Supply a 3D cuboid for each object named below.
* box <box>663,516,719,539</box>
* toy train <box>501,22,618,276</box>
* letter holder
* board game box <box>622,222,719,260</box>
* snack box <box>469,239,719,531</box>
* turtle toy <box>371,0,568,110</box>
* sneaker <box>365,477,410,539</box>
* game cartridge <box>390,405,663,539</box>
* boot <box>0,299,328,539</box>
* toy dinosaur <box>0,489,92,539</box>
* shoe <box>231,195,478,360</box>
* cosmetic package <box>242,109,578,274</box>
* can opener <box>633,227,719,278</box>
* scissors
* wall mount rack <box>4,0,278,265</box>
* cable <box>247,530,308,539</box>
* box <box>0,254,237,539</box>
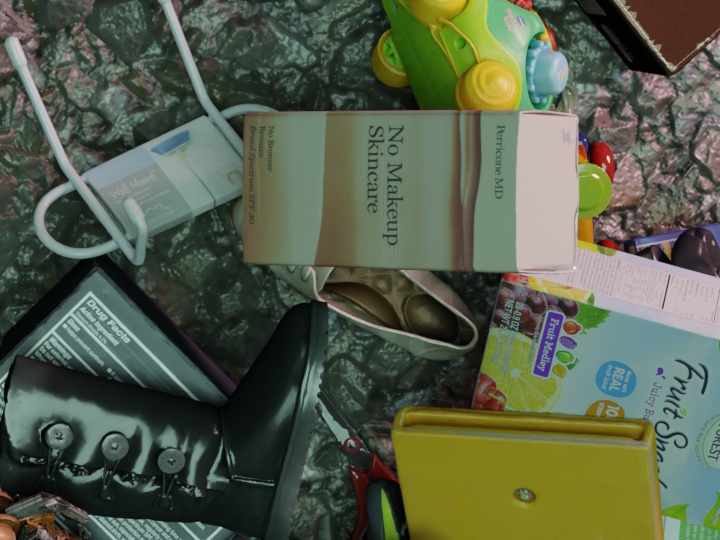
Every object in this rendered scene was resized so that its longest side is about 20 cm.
[{"bbox_3d":[0.175,0.187,1.609,0.199,0.036,0.145,4,98,-7],"label":"box"},{"bbox_3d":[0.142,-0.067,1.522,0.084,0.116,0.201,-6,100,-7],"label":"toy train"},{"bbox_3d":[0.190,-0.255,1.509,0.142,0.101,0.200,-41,102,-2],"label":"letter holder"},{"bbox_3d":[0.273,0.064,1.580,0.135,0.034,0.201,-10,89,-8],"label":"board game box"},{"bbox_3d":[0.179,0.074,1.462,0.199,0.068,0.169,14,132,5],"label":"snack box"},{"bbox_3d":[0.073,-0.161,1.491,0.101,0.146,0.201,-20,78,-19],"label":"turtle toy"},{"bbox_3d":[-0.001,0.243,1.569,0.081,0.074,0.201,8,104,12],"label":"sneaker"},{"bbox_3d":[0.119,0.179,1.504,0.175,0.032,0.201,3,130,16],"label":"game cartridge"},{"bbox_3d":[-0.129,0.083,1.418,0.199,0.066,0.166,12,94,-4],"label":"boot"},{"bbox_3d":[-0.249,0.169,1.377,0.136,0.102,0.200,-35,122,17],"label":"toy dinosaur"},{"bbox_3d":[0.000,0.000,1.545,0.200,0.053,0.070,31,94,-11],"label":"shoe"},{"bbox_3d":[0.030,-0.050,1.391,0.199,0.087,0.104,0,91,30],"label":"cosmetic package"},{"bbox_3d":[0.260,0.064,1.539,0.063,0.078,0.201,-34,97,-47],"label":"can opener"},{"bbox_3d":[0.005,0.132,1.590,0.073,0.014,0.201,-18,100,-2],"label":"scissors"},{"bbox_3d":[-0.143,-0.099,1.486,0.200,0.075,0.174,-27,63,-24],"label":"wall mount rack"},{"bbox_3d":[-0.014,0.214,1.531,0.199,0.098,0.050,-20,147,29],"label":"cable"},{"bbox_3d":[-0.179,0.126,1.506,0.198,0.123,0.200,-43,100,2],"label":"box"}]
